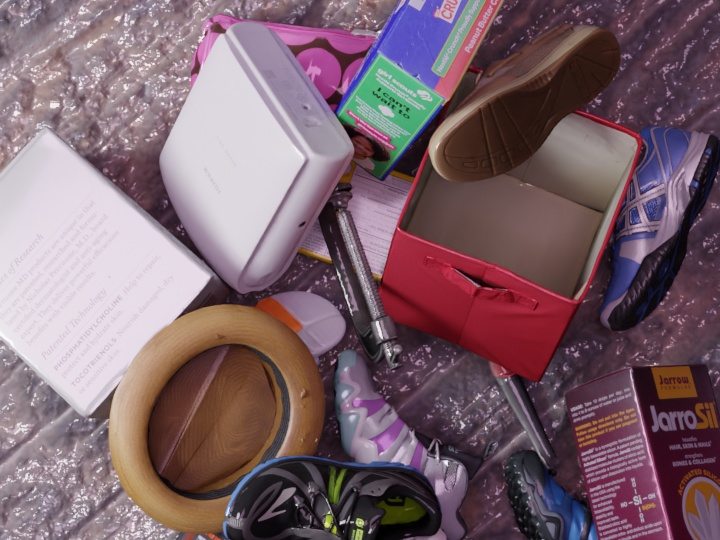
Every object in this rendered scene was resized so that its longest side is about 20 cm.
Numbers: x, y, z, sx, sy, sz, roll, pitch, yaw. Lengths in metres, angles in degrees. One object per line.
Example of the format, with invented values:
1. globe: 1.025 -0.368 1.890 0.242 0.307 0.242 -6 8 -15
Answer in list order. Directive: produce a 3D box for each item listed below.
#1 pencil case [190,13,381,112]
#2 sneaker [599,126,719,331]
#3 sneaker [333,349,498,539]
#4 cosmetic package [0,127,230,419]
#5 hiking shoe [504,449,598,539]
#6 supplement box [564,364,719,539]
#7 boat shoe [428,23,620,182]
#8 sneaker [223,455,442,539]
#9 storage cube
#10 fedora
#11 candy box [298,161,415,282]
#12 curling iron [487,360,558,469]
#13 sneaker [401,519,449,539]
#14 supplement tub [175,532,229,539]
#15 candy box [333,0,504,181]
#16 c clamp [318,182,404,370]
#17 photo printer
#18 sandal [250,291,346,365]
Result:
1. pencil case: -0.057 -0.186 1.783 0.198 0.091 0.094 6 119 0
2. sneaker: 0.261 -0.039 1.772 0.077 0.076 0.201 22 81 21
3. sneaker: 0.055 0.160 1.750 0.139 0.078 0.201 -12 93 -1
4. cosmetic package: -0.247 0.008 1.725 0.200 0.167 0.167 42 87 6
5. hiking shoe: 0.203 0.240 1.742 0.086 0.074 0.201 -32 92 -13
6. supplement box: 0.264 0.189 1.696 0.110 0.085 0.201 0 72 -42
7. boat shoe: 0.128 -0.141 1.612 0.199 0.064 0.072 -34 126 -23
8. sneaker: -0.020 0.202 1.641 0.198 0.083 0.071 0 110 -23
9. storage cube: 0.127 -0.038 1.692 0.170 0.180 0.201 22 64 3
10. fedora: -0.130 0.125 1.675 0.199 0.082 0.202 -2 95 -19
11. candy box: -0.053 -0.069 1.798 0.199 0.026 0.103 20 88 4
12. curling iron: 0.140 0.086 1.775 0.049 0.026 0.201 -20 84 0
13. sneaker: 0.029 0.328 1.704 0.200 0.081 0.147 -38 115 -6
14. supplement tub: -0.119 0.265 1.723 0.107 0.107 0.201 31 86 5
15. candy box: 0.054 -0.191 1.641 0.077 0.200 0.170 31 68 -3
16. c clamp: 0.000 0.000 1.693 0.027 0.171 0.201 -18 75 -9
17. photo printer: -0.100 -0.091 1.699 0.069 0.200 0.167 -12 58 -39
18. sandal: -0.109 0.090 1.765 0.206 0.059 0.079 -28 56 -10
